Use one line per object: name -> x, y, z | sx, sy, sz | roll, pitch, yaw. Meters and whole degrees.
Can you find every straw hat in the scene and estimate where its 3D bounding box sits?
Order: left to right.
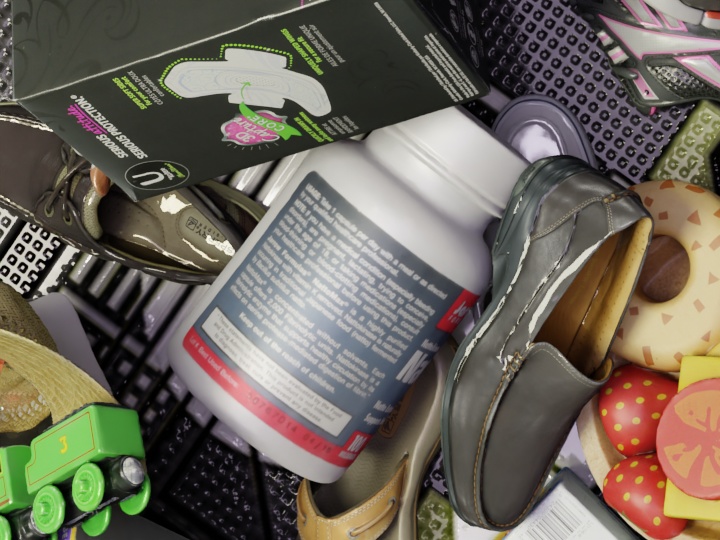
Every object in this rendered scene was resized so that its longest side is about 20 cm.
straw hat -> -0.198, 0.050, 1.148 | 0.199, 0.086, 0.202 | 5, 138, 4

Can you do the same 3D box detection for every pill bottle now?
pill bottle -> 0.000, 0.000, 1.202 | 0.119, 0.120, 0.201 | 38, 97, 5

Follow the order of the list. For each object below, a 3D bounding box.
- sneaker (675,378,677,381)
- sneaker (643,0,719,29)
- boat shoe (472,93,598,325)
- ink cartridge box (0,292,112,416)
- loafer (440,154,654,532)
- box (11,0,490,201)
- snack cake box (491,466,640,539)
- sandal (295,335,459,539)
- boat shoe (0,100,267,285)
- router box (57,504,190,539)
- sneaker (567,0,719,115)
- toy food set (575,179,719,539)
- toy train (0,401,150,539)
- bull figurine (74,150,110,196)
sneaker -> 0.184, 0.114, 1.236 | 0.066, 0.090, 0.201 | -32, 62, 23
sneaker -> 0.210, -0.183, 1.164 | 0.077, 0.199, 0.082 | 50, 138, 28
boat shoe -> 0.097, 0.004, 1.242 | 0.073, 0.065, 0.202 | -2, 92, 8
ink cartridge box -> -0.233, 0.105, 1.263 | 0.199, 0.125, 0.129 | -27, 89, 8
loafer -> 0.095, 0.045, 1.164 | 0.072, 0.072, 0.202 | 29, 111, 50
box -> -0.056, -0.144, 1.102 | 0.198, 0.124, 0.150 | -16, 62, 18
snack cake box -> 0.084, 0.221, 1.252 | 0.115, 0.067, 0.200 | 44, 97, 3
sandal -> 0.000, 0.121, 1.254 | 0.080, 0.054, 0.202 | 19, 93, 35
boat shoe -> -0.141, -0.045, 1.274 | 0.198, 0.065, 0.074 | 19, 94, 7
router box -> -0.118, 0.205, 1.203 | 0.199, 0.053, 0.157 | 30, 132, -30
sneaker -> 0.156, -0.130, 1.226 | 0.199, 0.080, 0.087 | 29, 106, 12
toy food set -> 0.194, 0.049, 1.160 | 0.197, 0.049, 0.202 | 1, 78, 34
toy train -> -0.175, 0.119, 1.111 | 0.199, 0.042, 0.057 | -29, 63, 37
bull figurine -> -0.062, -0.096, 1.220 | 0.199, 0.121, 0.066 | -17, 93, 26
